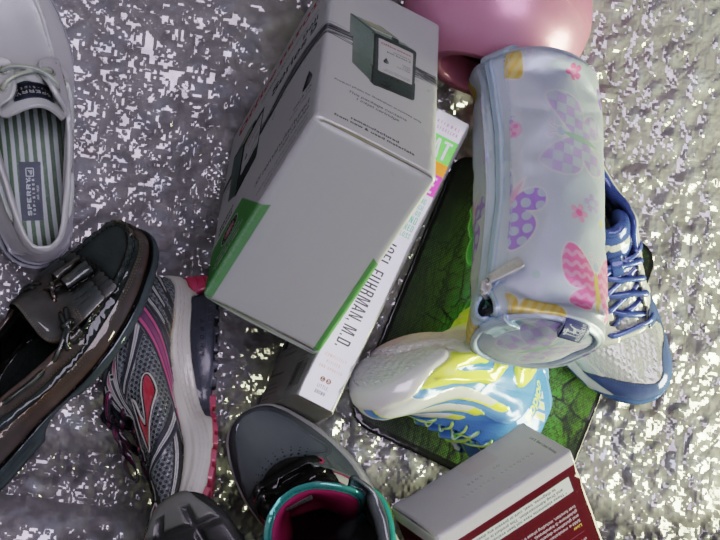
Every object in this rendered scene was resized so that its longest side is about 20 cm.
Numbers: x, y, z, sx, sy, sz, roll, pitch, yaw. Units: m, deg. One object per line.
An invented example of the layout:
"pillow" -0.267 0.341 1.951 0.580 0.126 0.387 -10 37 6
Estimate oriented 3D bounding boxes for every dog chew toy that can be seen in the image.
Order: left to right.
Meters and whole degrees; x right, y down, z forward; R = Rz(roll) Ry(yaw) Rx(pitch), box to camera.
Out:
"dog chew toy" 0.104 -0.215 1.629 0.124 0.125 0.200 23 70 -14

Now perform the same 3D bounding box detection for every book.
"book" 0.000 0.000 1.564 0.048 0.134 0.200 27 78 -7

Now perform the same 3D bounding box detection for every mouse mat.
"mouse mat" 0.098 0.042 1.658 0.161 0.008 0.200 25 77 -13

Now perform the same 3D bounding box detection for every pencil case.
"pencil case" 0.106 -0.039 1.528 0.091 0.083 0.200 17 60 -27

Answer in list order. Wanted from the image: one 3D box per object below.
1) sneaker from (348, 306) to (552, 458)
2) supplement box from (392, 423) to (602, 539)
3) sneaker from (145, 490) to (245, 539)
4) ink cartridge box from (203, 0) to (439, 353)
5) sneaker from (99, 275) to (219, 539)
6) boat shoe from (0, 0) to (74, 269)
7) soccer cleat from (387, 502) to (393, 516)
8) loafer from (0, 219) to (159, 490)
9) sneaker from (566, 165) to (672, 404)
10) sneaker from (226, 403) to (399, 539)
"sneaker" 0.071 0.084 1.572 0.200 0.076 0.105 -23 106 -48
"supplement box" 0.107 0.212 1.579 0.109 0.061 0.200 -30 117 -19
"sneaker" -0.069 0.217 1.482 0.075 0.079 0.200 -21 103 15
"ink cartridge box" -0.021 -0.070 1.511 0.084 0.200 0.146 26 119 -13
"sneaker" -0.127 0.099 1.541 0.075 0.081 0.200 1 62 -7
"boat shoe" -0.206 -0.103 1.546 0.073 0.067 0.200 -11 88 -18
"soccer cleat" -0.050 0.217 1.567 0.068 0.081 0.200 43 96 1
"loafer" -0.200 0.049 1.515 0.200 0.072 0.063 -55 134 -6
"sneaker" 0.154 -0.002 1.630 0.075 0.088 0.200 -30 94 -20
"sneaker" -0.032 0.142 1.457 0.084 0.121 0.200 -38 60 -3
